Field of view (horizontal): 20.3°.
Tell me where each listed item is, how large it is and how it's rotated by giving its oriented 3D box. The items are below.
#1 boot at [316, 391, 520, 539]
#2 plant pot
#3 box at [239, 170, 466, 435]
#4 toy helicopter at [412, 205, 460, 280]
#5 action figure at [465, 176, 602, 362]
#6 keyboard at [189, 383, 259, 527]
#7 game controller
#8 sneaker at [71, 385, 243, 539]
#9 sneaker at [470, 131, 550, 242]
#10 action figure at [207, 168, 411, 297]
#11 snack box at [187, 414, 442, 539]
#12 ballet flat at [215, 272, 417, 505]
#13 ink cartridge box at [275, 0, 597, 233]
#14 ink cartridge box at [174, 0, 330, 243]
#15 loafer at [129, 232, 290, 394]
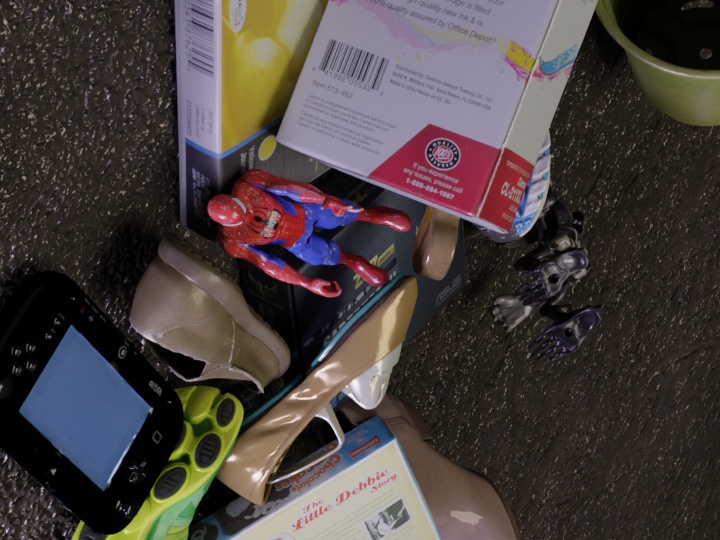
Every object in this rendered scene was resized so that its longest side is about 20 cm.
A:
[{"bbox_3d":[0.038,0.172,1.548,0.070,0.200,0.146,-43,163,19],"label":"boot"},{"bbox_3d":[0.287,-0.213,1.652,0.201,0.200,0.184,-57,162,-11],"label":"plant pot"},{"bbox_3d":[0.000,0.000,1.466,0.200,0.051,0.158,-43,142,-34],"label":"box"},{"bbox_3d":[0.073,-0.090,1.351,0.132,0.078,0.201,-144,-113,-74],"label":"toy helicopter"},{"bbox_3d":[0.141,-0.011,1.647,0.200,0.102,0.119,-92,161,-66],"label":"action figure"},{"bbox_3d":[-0.122,0.182,1.453,0.127,0.021,0.201,-26,134,-49],"label":"keyboard"},{"bbox_3d":[-0.174,0.084,1.239,0.105,0.042,0.200,-53,144,-14],"label":"game controller"},{"bbox_3d":[-0.147,0.165,1.356,0.201,0.074,0.084,-58,166,-7],"label":"sneaker"},{"bbox_3d":[0.104,-0.118,1.457,0.087,0.075,0.201,29,55,-73],"label":"sneaker"},{"bbox_3d":[-0.018,-0.019,1.290,0.200,0.099,0.066,12,102,-55],"label":"action figure"},{"bbox_3d":[-0.047,0.201,1.441,0.199,0.037,0.117,-30,127,-9],"label":"snack box"},{"bbox_3d":[-0.020,0.085,1.381,0.200,0.063,0.069,-43,178,16],"label":"ballet flat"},{"bbox_3d":[0.057,-0.144,1.255,0.201,0.145,0.083,-68,158,1],"label":"ink cartridge box"},{"bbox_3d":[-0.039,-0.144,1.291,0.200,0.047,0.198,-36,141,-37],"label":"ink cartridge box"},{"bbox_3d":[-0.104,0.037,1.308,0.067,0.076,0.200,-46,154,-6],"label":"loafer"}]
